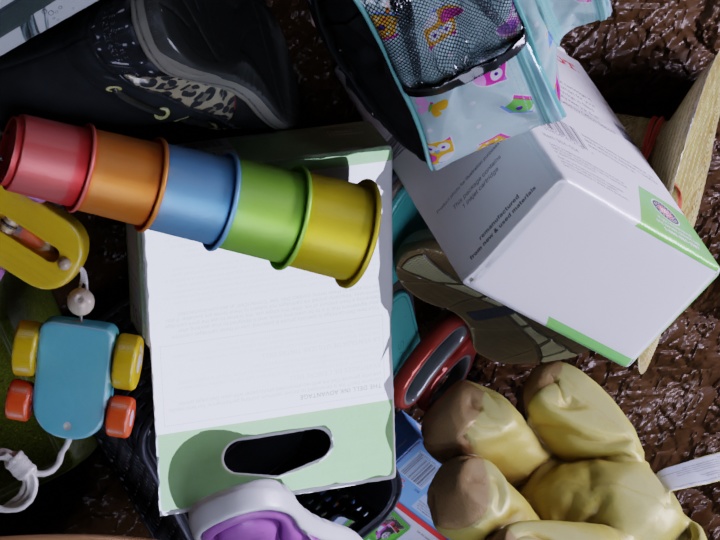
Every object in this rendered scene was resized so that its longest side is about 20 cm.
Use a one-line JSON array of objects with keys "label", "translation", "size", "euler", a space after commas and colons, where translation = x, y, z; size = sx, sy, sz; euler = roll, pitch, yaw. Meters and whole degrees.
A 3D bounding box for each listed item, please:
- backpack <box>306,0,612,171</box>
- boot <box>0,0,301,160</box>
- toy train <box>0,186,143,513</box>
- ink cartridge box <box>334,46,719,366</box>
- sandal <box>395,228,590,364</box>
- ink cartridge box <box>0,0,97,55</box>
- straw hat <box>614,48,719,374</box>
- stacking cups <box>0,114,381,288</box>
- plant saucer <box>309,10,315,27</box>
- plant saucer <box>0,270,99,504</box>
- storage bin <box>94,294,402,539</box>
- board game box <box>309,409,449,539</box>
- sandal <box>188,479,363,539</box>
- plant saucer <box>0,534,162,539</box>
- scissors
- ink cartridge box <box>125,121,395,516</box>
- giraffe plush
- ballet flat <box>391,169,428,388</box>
[{"label": "backpack", "translation": [0.041, -0.158, 1.513], "size": [0.152, 0.176, 0.201], "euler": [-21, 138, -6]}, {"label": "boot", "translation": [-0.128, -0.101, 1.591], "size": [0.153, 0.074, 0.203], "euler": [-17, 167, 17]}, {"label": "toy train", "translation": [-0.203, 0.022, 1.605], "size": [0.150, 0.056, 0.201], "euler": [-31, 96, 10]}, {"label": "ink cartridge box", "translation": [0.091, -0.059, 1.656], "size": [0.145, 0.200, 0.084], "euler": [26, 114, -41]}, {"label": "sandal", "translation": [0.086, 0.007, 1.740], "size": [0.080, 0.054, 0.200], "euler": [-9, 154, 29]}, {"label": "ink cartridge box", "translation": [-0.183, -0.195, 1.470], "size": [0.199, 0.083, 0.147], "euler": [-30, 135, -2]}, {"label": "straw hat", "translation": [0.154, -0.046, 1.770], "size": [0.085, 0.201, 0.202], "euler": [14, 129, 12]}, {"label": "stacking cups", "translation": [-0.089, -0.045, 1.541], "size": [0.199, 0.061, 0.061], "euler": [16, 119, -20]}, {"label": "plant saucer", "translation": [0.054, -0.243, 1.596], "size": [0.199, 0.037, 0.201], "euler": [-17, 133, -15]}, {"label": "plant saucer", "translation": [-0.252, 0.084, 1.691], "size": [0.199, 0.048, 0.200], "euler": [-26, 135, -7]}, {"label": "storage bin", "translation": [-0.074, 0.094, 1.749], "size": [0.135, 0.094, 0.201], "euler": [-38, 137, -14]}, {"label": "board game box", "translation": [0.001, 0.198, 1.935], "size": [0.200, 0.037, 0.151], "euler": [-43, 135, 7]}, {"label": "sandal", "translation": [-0.049, 0.171, 1.682], "size": [0.082, 0.050, 0.203], "euler": [-20, 156, 13]}, {"label": "plant saucer", "translation": [-0.197, 0.185, 1.708], "size": [0.199, 0.038, 0.200], "euler": [-4, 166, -1]}, {"label": "scissors", "translation": [0.089, 0.009, 1.801], "size": [0.200, 0.014, 0.073], "euler": [-51, 151, 0]}, {"label": "ink cartridge box", "translation": [-0.053, 0.026, 1.633], "size": [0.145, 0.048, 0.201], "euler": [-8, 114, -16]}, {"label": "giraffe plush", "translation": [0.119, 0.169, 1.841], "size": [0.199, 0.173, 0.163], "euler": [5, 143, -18]}, {"label": "ballet flat", "translation": [0.000, 0.000, 1.741], "size": [0.073, 0.073, 0.201], "euler": [-19, 144, -14]}]
